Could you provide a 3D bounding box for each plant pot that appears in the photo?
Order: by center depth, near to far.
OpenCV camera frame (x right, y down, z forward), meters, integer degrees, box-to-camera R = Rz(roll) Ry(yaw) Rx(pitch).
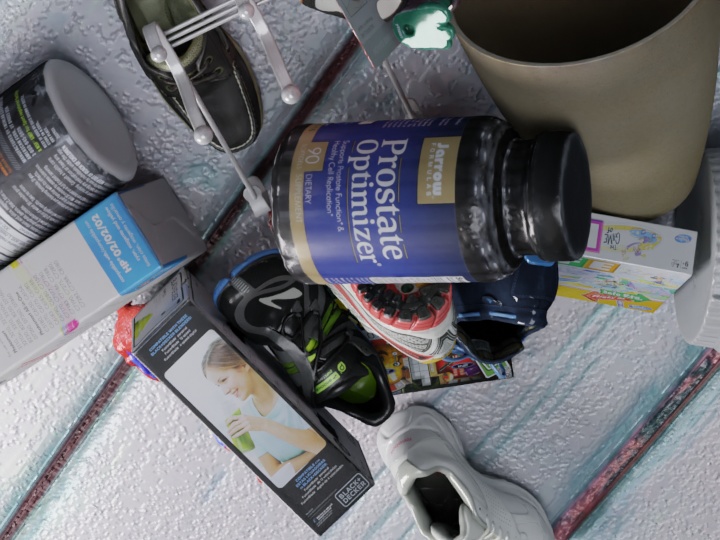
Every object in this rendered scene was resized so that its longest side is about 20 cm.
[{"bbox_3d":[0.173,-0.133,1.373,0.186,0.188,0.200,-15,133,7],"label":"plant pot"}]

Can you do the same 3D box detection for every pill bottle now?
[{"bbox_3d":[0.049,-0.047,1.319,0.199,0.112,0.112,-2,122,21],"label":"pill bottle"},{"bbox_3d":[-0.270,-0.059,1.434,0.200,0.106,0.106,-32,116,17],"label":"pill bottle"}]

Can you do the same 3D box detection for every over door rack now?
[{"bbox_3d":[-0.044,-0.123,1.373,0.147,0.067,0.200,-24,138,7],"label":"over door rack"}]

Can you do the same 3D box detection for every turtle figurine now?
[{"bbox_3d":[0.073,-0.233,1.299,0.150,0.200,0.101,45,140,-3],"label":"turtle figurine"}]

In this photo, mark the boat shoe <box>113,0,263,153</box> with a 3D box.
[{"bbox_3d":[-0.131,-0.160,1.400,0.071,0.066,0.201,-22,119,10],"label":"boat shoe"}]

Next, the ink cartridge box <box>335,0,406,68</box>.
[{"bbox_3d":[-0.032,-0.236,1.278,0.057,0.163,0.201,-18,107,27],"label":"ink cartridge box"}]

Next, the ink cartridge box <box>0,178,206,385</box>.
[{"bbox_3d":[-0.224,0.016,1.461,0.200,0.115,0.068,-33,89,14],"label":"ink cartridge box"}]

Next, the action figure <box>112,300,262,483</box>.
[{"bbox_3d":[-0.131,0.079,1.545,0.065,0.052,0.200,-39,106,26],"label":"action figure"}]

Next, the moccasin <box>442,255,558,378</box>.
[{"bbox_3d":[0.087,0.036,1.434,0.080,0.069,0.200,6,163,-9],"label":"moccasin"}]

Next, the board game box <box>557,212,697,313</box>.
[{"bbox_3d":[0.136,-0.015,1.450,0.199,0.134,0.034,10,77,-1],"label":"board game box"}]

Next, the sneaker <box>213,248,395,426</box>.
[{"bbox_3d":[-0.034,0.052,1.468,0.071,0.083,0.200,-43,132,3],"label":"sneaker"}]

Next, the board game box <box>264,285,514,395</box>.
[{"bbox_3d":[0.017,0.052,1.554,0.199,0.023,0.105,-9,118,4],"label":"board game box"}]

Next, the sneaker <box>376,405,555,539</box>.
[{"bbox_3d":[0.087,0.205,1.599,0.078,0.100,0.200,-41,113,20],"label":"sneaker"}]

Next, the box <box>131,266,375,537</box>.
[{"bbox_3d":[-0.083,0.096,1.470,0.060,0.117,0.200,-43,104,3],"label":"box"}]

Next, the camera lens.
[{"bbox_3d":[0.343,-0.013,1.443,0.199,0.160,0.161,3,120,-3],"label":"camera lens"}]

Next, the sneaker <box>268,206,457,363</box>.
[{"bbox_3d":[0.000,0.000,1.432,0.078,0.200,0.082,-33,138,-11],"label":"sneaker"}]

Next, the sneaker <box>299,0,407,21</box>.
[{"bbox_3d":[-0.053,-0.222,1.360,0.199,0.080,0.074,26,114,-17],"label":"sneaker"}]
